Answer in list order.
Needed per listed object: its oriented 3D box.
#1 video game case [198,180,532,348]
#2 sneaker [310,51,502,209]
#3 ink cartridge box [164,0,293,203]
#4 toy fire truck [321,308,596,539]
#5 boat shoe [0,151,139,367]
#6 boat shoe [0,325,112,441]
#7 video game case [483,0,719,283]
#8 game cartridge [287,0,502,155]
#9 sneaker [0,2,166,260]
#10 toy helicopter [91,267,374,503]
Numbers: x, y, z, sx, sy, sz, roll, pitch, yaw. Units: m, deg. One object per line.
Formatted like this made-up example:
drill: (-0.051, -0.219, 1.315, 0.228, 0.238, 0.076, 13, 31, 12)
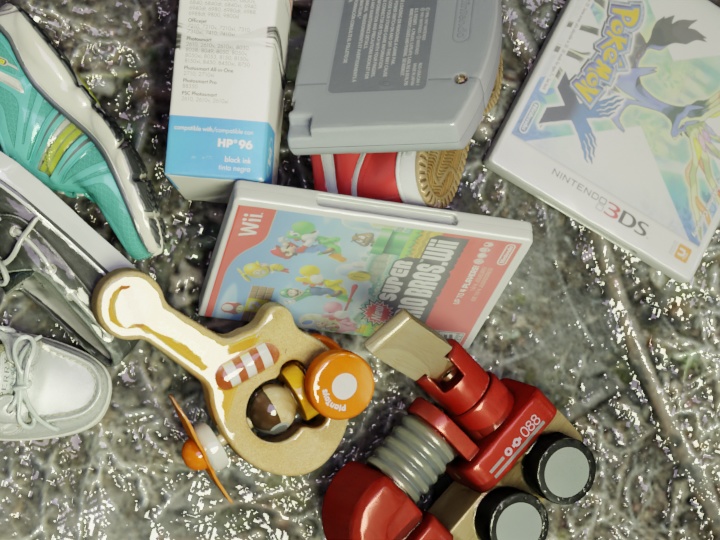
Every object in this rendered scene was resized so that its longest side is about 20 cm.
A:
video game case: (0.000, 0.000, 1.042, 0.199, 0.143, 0.018, 8, 55, -12)
sneaker: (0.029, -0.114, 1.091, 0.071, 0.112, 0.200, 59, 39, -33)
ink cartridge box: (-0.084, -0.152, 1.037, 0.068, 0.116, 0.201, 4, 85, 1)
toy fire truck: (0.040, 0.120, 1.023, 0.176, 0.129, 0.200, -47, 108, -12)
boat shoe: (-0.225, -0.013, 1.020, 0.199, 0.074, 0.068, 43, 63, -16)
boat shoe: (-0.263, 0.068, 1.008, 0.201, 0.065, 0.075, 14, 82, -12)
video game case: (0.213, -0.121, 1.159, 0.182, 0.022, 0.201, 30, 79, -10)
game cartridge: (0.029, -0.158, 1.043, 0.133, 0.041, 0.201, -3, 51, 16)
sneaker: (-0.202, -0.084, 1.041, 0.080, 0.078, 0.200, -38, 87, 0)
toy helicopter: (-0.098, 0.071, 1.028, 0.200, 0.079, 0.133, 35, 86, -20)
